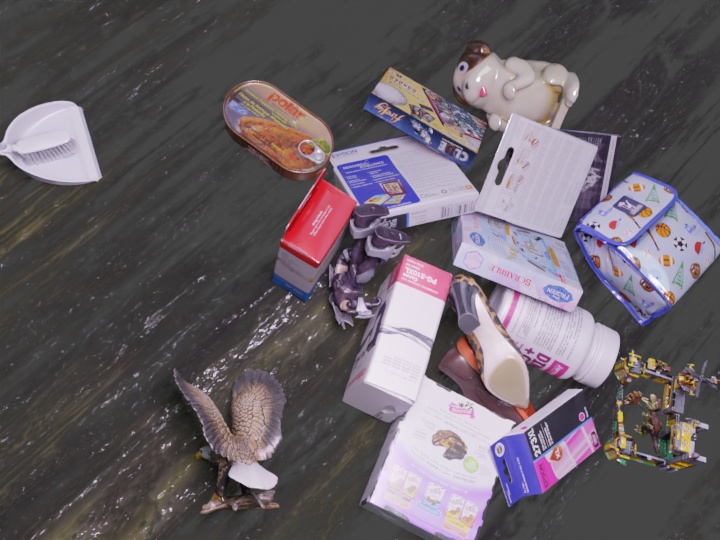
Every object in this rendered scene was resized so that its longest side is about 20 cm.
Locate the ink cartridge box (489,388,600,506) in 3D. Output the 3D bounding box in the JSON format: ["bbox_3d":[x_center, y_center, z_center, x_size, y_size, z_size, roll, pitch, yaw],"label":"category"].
[{"bbox_3d":[0.277,0.260,1.292,0.197,0.037,0.097,-24,98,-35],"label":"ink cartridge box"}]

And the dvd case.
[{"bbox_3d":[0.336,-0.161,1.469,0.195,0.016,0.153,3,105,-11],"label":"dvd case"}]

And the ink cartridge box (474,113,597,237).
[{"bbox_3d":[0.274,-0.153,1.398,0.196,0.047,0.163,13,105,-32],"label":"ink cartridge box"}]

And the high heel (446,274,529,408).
[{"bbox_3d":[0.194,0.100,1.292,0.070,0.143,0.202,-29,114,14],"label":"high heel"}]

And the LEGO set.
[{"bbox_3d":[0.466,0.216,1.348,0.151,0.116,0.203,24,66,-3],"label":"LEGO set"}]

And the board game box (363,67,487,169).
[{"bbox_3d":[0.112,-0.256,1.451,0.197,0.035,0.136,30,34,0],"label":"board game box"}]

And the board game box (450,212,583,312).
[{"bbox_3d":[0.238,-0.028,1.362,0.195,0.042,0.201,22,23,-4],"label":"board game box"}]

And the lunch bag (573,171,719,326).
[{"bbox_3d":[0.471,-0.046,1.443,0.169,0.124,0.201,-38,80,-22],"label":"lunch bag"}]

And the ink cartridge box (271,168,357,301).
[{"bbox_3d":[-0.068,-0.049,1.279,0.066,0.201,0.117,30,66,2],"label":"ink cartridge box"}]

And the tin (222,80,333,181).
[{"bbox_3d":[-0.134,-0.227,1.415,0.198,0.042,0.113,36,71,7],"label":"tin"}]

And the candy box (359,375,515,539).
[{"bbox_3d":[0.114,0.282,1.270,0.165,0.072,0.203,26,67,-2],"label":"candy box"}]

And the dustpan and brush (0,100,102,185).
[{"bbox_3d":[-0.504,-0.183,1.306,0.196,0.057,0.142,-17,75,-18],"label":"dustpan and brush"}]

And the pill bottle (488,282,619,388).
[{"bbox_3d":[0.293,0.098,1.355,0.196,0.114,0.115,25,66,-2],"label":"pill bottle"}]

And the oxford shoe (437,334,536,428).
[{"bbox_3d":[0.201,0.192,1.337,0.072,0.071,0.201,-41,93,18],"label":"oxford shoe"}]

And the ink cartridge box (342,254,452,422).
[{"bbox_3d":[0.053,0.103,1.281,0.083,0.145,0.204,21,67,-6],"label":"ink cartridge box"}]

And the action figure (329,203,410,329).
[{"bbox_3d":[0.000,0.000,1.284,0.068,0.202,0.132,-3,51,-28],"label":"action figure"}]

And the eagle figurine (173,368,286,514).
[{"bbox_3d":[-0.180,0.227,1.197,0.147,0.152,0.205,-6,75,7],"label":"eagle figurine"}]

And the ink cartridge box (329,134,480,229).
[{"bbox_3d":[0.063,-0.143,1.404,0.193,0.048,0.201,-14,38,-13],"label":"ink cartridge box"}]

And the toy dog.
[{"bbox_3d":[0.255,-0.321,1.490,0.195,0.141,0.197,13,50,-7],"label":"toy dog"}]
